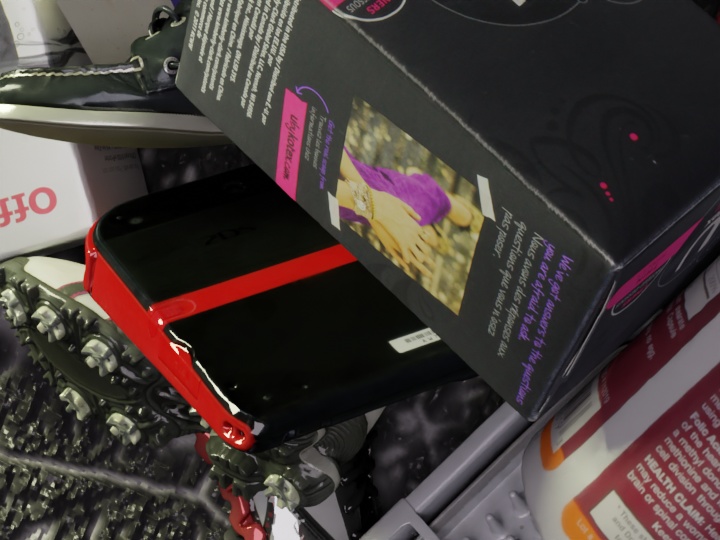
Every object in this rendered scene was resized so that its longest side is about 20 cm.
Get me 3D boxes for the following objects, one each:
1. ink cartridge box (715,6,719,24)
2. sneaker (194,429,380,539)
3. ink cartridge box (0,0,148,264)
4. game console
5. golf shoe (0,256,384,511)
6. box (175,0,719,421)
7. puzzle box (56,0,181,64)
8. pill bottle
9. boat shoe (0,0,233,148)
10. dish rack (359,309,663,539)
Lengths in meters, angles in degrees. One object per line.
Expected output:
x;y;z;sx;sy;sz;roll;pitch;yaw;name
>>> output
0.213;-0.166;0.709;0.085;0.148;0.202;25;101;8;ink cartridge box
-0.023;0.088;0.825;0.097;0.071;0.202;-31;87;16;sneaker
-0.198;-0.098;0.837;0.144;0.084;0.202;-15;93;13;ink cartridge box
0.000;0.000;0.733;0.198;0.177;0.031;-19;127;-24;game console
-0.073;0.033;0.776;0.199;0.088;0.078;23;143;28;golf shoe
0.043;-0.067;0.662;0.200;0.122;0.106;43;146;15;box
-0.073;-0.139;0.761;0.131;0.201;0.026;-6;58;12;puzzle box
0.163;0.044;0.659;0.114;0.114;0.200;45;115;4;pill bottle
-0.061;-0.087;0.759;0.197;0.075;0.067;0;89;1;boat shoe
0.108;0.130;0.770;0.200;0.044;0.172;-43;56;-4;dish rack
